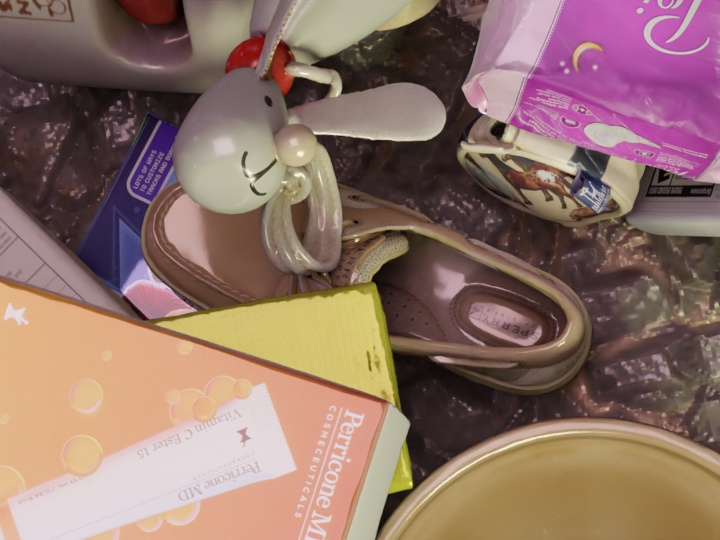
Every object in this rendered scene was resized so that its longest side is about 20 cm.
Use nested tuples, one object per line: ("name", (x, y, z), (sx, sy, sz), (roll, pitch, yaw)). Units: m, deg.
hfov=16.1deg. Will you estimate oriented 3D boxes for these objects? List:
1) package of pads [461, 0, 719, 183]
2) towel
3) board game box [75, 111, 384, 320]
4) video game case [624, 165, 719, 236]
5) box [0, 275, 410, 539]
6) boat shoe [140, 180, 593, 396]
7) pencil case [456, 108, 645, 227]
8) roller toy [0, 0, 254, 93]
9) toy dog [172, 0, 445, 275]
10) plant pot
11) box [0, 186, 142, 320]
("package of pads", (0.125, -0.145, 1.021), (0.120, 0.076, 0.200), (17, 82, 1))
("towel", (-0.083, 0.063, 1.010), (0.199, 0.018, 0.086), (-11, 82, 5))
("board game box", (-0.079, 0.048, 1.119), (0.135, 0.034, 0.200), (26, 83, 14))
("video game case", (0.195, -0.100, 1.034), (0.022, 0.200, 0.183), (23, 82, -24))
("box", (-0.096, 0.081, 0.951), (0.200, 0.097, 0.125), (17, 84, 8))
("boat shoe", (0.000, 0.000, 1.064), (0.200, 0.065, 0.072), (18, 82, 10))
("pencil case", (0.109, -0.121, 1.092), (0.078, 0.089, 0.200), (17, 82, 26))
("roller toy", (-0.099, -0.170, 1.088), (0.139, 0.200, 0.183), (4, 86, 10))
("toy dog", (0.002, -0.103, 0.993), (0.096, 0.132, 0.200), (-5, 64, 30))
("plant pot", (0.091, 0.160, 1.028), (0.200, 0.093, 0.201), (0, 86, 1))
("box", (-0.110, 0.065, 1.061), (0.095, 0.078, 0.200), (-45, 75, -2))
